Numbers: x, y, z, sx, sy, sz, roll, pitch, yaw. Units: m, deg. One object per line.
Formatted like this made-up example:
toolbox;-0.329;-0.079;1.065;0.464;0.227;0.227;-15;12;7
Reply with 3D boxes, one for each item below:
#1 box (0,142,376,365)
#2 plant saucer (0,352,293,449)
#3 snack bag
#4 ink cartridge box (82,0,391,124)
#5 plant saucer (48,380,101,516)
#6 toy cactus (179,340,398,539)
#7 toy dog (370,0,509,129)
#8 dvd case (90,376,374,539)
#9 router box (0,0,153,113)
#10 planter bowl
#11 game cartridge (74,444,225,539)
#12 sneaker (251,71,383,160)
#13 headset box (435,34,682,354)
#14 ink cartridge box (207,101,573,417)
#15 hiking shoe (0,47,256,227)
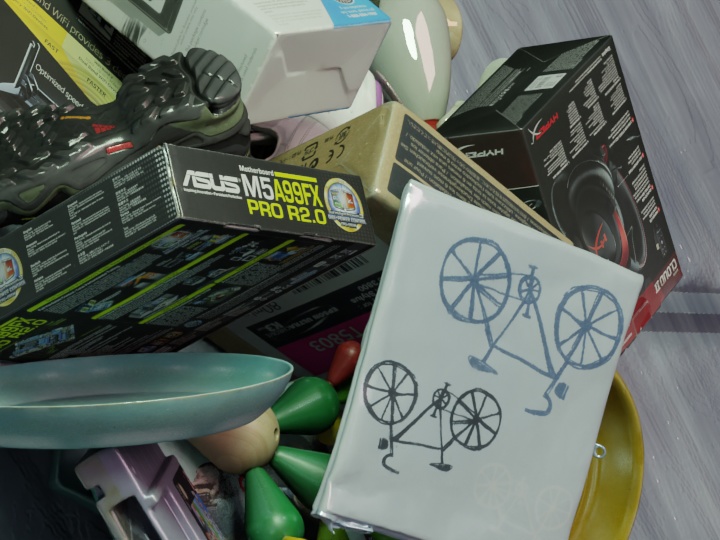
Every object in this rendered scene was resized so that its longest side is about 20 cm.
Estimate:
box;-0.115;-0.003;1.558;0.160;0.199;0.045;8;62;-48
plant saucer;-0.134;0.069;1.508;0.200;0.199;0.028;-11;100;-54
snack bag;0.069;0.070;1.619;0.188;0.021;0.201;20;83;-36
ink cartridge box;-0.094;-0.172;1.679;0.200;0.067;0.116;40;30;25
plant saucer;-0.103;0.135;1.641;0.200;0.019;0.070;33;44;-36
toy cactus;-0.036;0.111;1.622;0.165;0.102;0.201;32;56;-18
toy dog;0.050;-0.136;1.895;0.131;0.097;0.200;-22;60;-39
dvd case;-0.065;0.151;1.645;0.200;0.022;0.147;-18;82;-55
router box;-0.171;-0.102;1.682;0.200;0.052;0.158;43;38;-25
planter bowl;0.078;0.132;1.785;0.199;0.083;0.202;-13;110;-37
game cartridge;-0.082;0.172;1.516;0.201;0.038;0.130;59;8;-5
sneaker;-0.034;-0.085;1.808;0.200;0.099;0.075;-97;-167;-71
headset box;0.131;-0.029;1.842;0.149;0.075;0.201;-46;123;-49
ink cartridge box;0.000;0.000;1.702;0.164;0.199;0.075;37;48;-30
hiking shoe;-0.149;-0.043;1.581;0.076;0.199;0.101;-108;178;-52
